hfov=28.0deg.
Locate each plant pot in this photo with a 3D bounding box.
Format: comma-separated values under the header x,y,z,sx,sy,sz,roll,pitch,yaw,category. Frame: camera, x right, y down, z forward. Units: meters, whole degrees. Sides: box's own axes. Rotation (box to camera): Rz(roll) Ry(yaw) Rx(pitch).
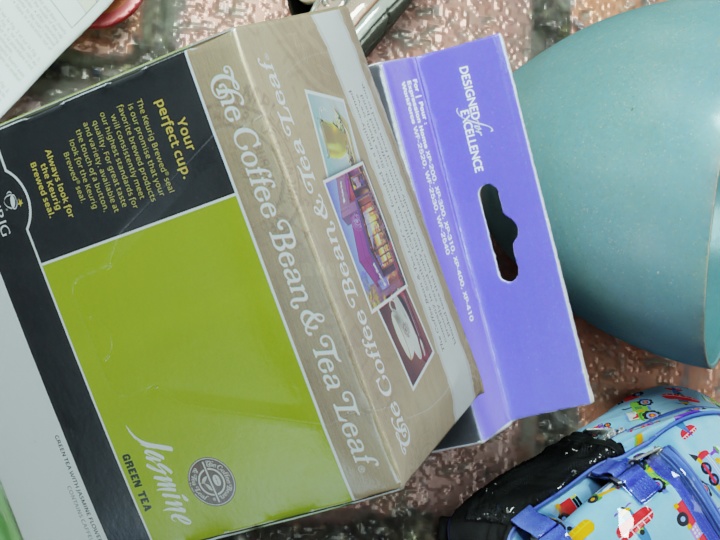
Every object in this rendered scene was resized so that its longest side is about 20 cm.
x,y,z,sx,sy,sz,roll,pitch,yaw,category
0.143,-0.057,0.798,0.134,0.200,0.202,9,78,20,plant pot

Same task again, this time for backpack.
x,y,z,sx,sy,sz,roll,pitch,yaw,category
0.173,0.161,0.792,0.199,0.134,0.184,-29,92,-21,backpack

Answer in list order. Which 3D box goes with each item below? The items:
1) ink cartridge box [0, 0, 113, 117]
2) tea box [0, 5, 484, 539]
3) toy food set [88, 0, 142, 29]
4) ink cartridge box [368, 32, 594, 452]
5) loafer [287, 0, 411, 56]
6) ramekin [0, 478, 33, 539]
x,y,z,sx,sy,sz,roll,pitch,yaw,category
-0.213,-0.156,0.700,0.201,0.050,0.163,-54,126,-29,ink cartridge box
-0.076,0.009,0.666,0.195,0.134,0.202,-17,97,24,tea box
-0.188,-0.221,0.777,0.198,0.049,0.200,-13,87,-18,toy food set
0.000,0.000,0.739,0.198,0.043,0.200,-14,97,16,ink cartridge box
-0.030,-0.130,0.805,0.063,0.072,0.200,40,76,-1,loafer
-0.254,0.157,0.680,0.198,0.098,0.202,2,82,-16,ramekin
